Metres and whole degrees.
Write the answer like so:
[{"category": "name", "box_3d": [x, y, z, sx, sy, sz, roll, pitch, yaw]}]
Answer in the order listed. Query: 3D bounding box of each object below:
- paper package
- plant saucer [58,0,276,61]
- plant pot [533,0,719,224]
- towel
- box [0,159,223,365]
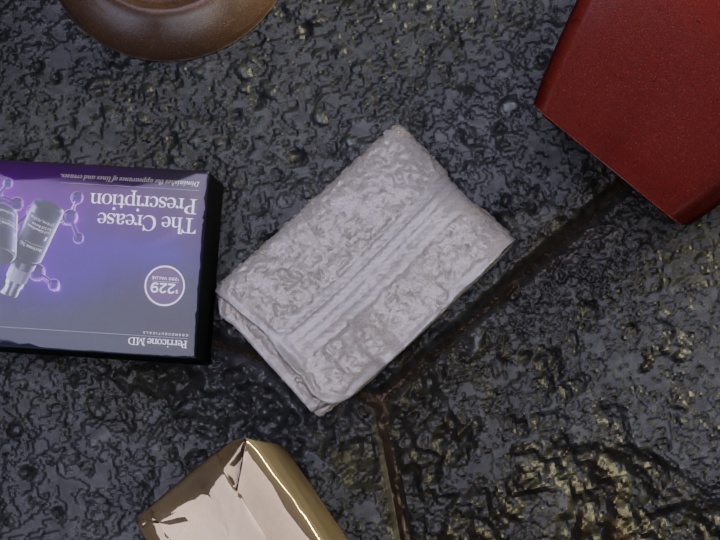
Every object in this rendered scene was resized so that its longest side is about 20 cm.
[{"category": "paper package", "box_3d": [-0.056, 0.218, 1.536, 0.103, 0.200, 0.191, -33, 82, 1]}, {"category": "plant saucer", "box_3d": [-0.149, -0.261, 1.682, 0.200, 0.037, 0.201, -1, 83, 5]}, {"category": "plant pot", "box_3d": [0.235, -0.141, 1.565, 0.200, 0.200, 0.176, 40, 99, 8]}, {"category": "towel", "box_3d": [0.000, 0.000, 1.640, 0.200, 0.034, 0.133, -44, 83, -1]}, {"category": "box", "box_3d": [-0.209, -0.006, 1.638, 0.199, 0.079, 0.142, 3, 86, 5]}]
